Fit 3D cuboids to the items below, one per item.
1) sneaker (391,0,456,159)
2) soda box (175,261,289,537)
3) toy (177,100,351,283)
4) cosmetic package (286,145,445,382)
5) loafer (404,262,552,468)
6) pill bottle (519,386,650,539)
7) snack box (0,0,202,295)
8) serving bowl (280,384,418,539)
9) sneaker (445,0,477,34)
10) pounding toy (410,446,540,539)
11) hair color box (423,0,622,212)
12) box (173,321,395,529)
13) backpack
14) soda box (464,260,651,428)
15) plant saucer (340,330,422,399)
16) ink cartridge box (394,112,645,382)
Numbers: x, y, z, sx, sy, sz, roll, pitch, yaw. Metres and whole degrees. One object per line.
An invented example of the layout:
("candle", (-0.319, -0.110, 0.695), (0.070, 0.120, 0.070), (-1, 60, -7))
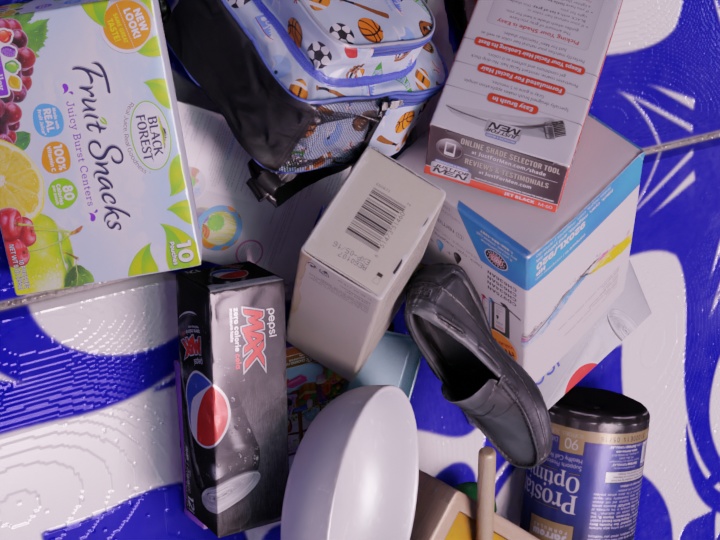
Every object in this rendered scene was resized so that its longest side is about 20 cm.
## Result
("sneaker", (0.045, -0.179, 1.309), (0.087, 0.074, 0.203), (-16, 114, -49))
("soda box", (-0.099, 0.100, 1.223), (0.070, 0.063, 0.203), (-10, 108, -30))
("toy", (-0.115, -0.069, 1.226), (0.198, 0.047, 0.116), (14, 107, -30))
("cosmetic package", (0.000, 0.000, 1.210), (0.073, 0.200, 0.104), (31, 68, 5))
("loafer", (0.091, 0.088, 1.258), (0.202, 0.068, 0.071), (58, 42, -23))
("pill bottle", (0.209, 0.220, 1.487), (0.111, 0.111, 0.203), (-1, 102, -34))
("snack box", (-0.199, -0.094, 1.126), (0.140, 0.053, 0.202), (-10, 110, -2))
("serving bowl", (-0.016, 0.189, 1.250), (0.200, 0.065, 0.203), (6, 90, -69))
("sneaker", (0.141, -0.187, 1.362), (0.091, 0.075, 0.202), (-28, 117, -31))
("pounding toy", (0.082, 0.260, 1.390), (0.183, 0.142, 0.202), (34, 82, -36))
("hair color box", (0.130, -0.153, 1.212), (0.064, 0.110, 0.201), (96, 13, -56))
("box", (-0.059, 0.124, 1.321), (0.198, 0.039, 0.139), (-13, 110, -32))
("backpack", (-0.030, -0.167, 1.181), (0.189, 0.201, 0.154), (-4, 146, -51))
("soda box", (0.177, 0.068, 1.455), (0.199, 0.063, 0.069), (-39, 121, -20))
("plant saucer", (-0.001, 0.148, 1.332), (0.069, 0.019, 0.202), (13, 96, -37))
("ink cartridge box", (0.129, -0.032, 1.294), (0.144, 0.147, 0.201), (-42, 152, -22))
